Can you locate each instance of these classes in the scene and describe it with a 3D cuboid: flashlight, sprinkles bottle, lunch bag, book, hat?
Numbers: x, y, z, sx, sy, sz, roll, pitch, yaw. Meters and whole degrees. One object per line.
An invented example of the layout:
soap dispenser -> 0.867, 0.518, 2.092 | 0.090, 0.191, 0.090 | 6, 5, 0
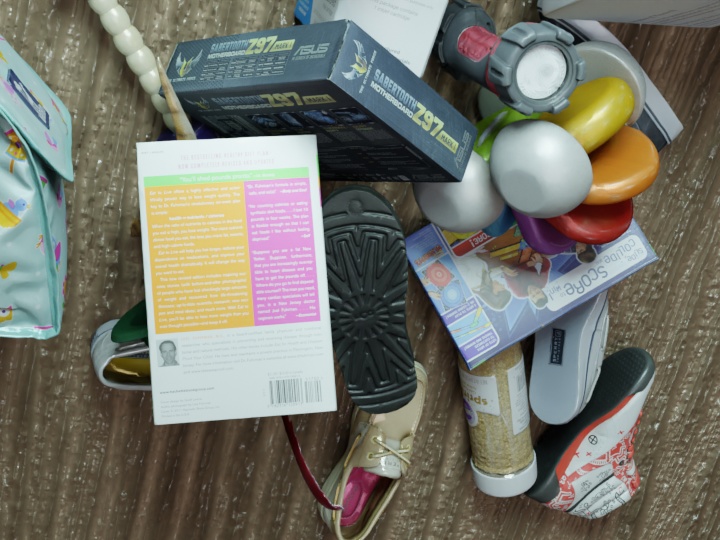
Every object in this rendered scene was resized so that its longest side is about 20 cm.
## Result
flashlight -> 0.107, -0.177, 0.845 | 0.068, 0.200, 0.068 | -37, 117, 3
sprinkles bottle -> 0.135, 0.129, 1.070 | 0.068, 0.068, 0.201 | -15, 117, -9
lunch bag -> -0.276, -0.072, 0.797 | 0.121, 0.171, 0.201 | -2, 118, -14
book -> -0.089, 0.006, 0.779 | 0.132, 0.048, 0.202 | -3, 88, -4
hat -> -0.099, 0.092, 0.890 | 0.165, 0.200, 0.177 | -20, 104, 20

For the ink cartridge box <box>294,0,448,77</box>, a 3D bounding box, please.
ink cartridge box -> 0.026, -0.266, 0.811 | 0.085, 0.147, 0.201 | 12, 110, -18

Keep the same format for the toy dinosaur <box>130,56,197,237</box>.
toy dinosaur -> -0.139, -0.064, 0.849 | 0.106, 0.061, 0.200 | 19, 141, -13

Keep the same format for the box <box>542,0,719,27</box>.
box -> 0.253, -0.300, 0.806 | 0.170, 0.200, 0.201 | 0, 93, -16

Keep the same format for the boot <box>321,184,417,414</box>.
boot -> -0.002, 0.001, 0.920 | 0.079, 0.158, 0.213 | -7, 119, -1

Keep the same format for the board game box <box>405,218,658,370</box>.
board game box -> 0.152, -0.016, 0.986 | 0.199, 0.034, 0.136 | -30, 82, 0

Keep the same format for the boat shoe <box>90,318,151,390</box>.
boat shoe -> -0.138, 0.083, 0.957 | 0.200, 0.086, 0.075 | 4, 113, -17

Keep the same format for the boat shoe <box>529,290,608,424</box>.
boat shoe -> 0.211, 0.051, 1.062 | 0.065, 0.073, 0.202 | -4, 108, -57

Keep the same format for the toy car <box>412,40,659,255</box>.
toy car -> 0.156, -0.084, 0.892 | 0.150, 0.199, 0.175 | 55, 53, -21

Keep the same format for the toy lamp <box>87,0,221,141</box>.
toy lamp -> -0.170, -0.157, 0.856 | 0.058, 0.058, 0.201 | -31, 116, 0

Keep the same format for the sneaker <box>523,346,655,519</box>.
sneaker -> 0.267, 0.177, 1.133 | 0.107, 0.067, 0.202 | 27, 107, -26

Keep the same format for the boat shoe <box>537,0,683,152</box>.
boat shoe -> 0.212, -0.166, 0.960 | 0.068, 0.072, 0.200 | -47, 125, 6

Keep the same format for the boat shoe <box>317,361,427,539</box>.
boat shoe -> 0.020, 0.186, 1.061 | 0.073, 0.069, 0.201 | 14, 109, -22

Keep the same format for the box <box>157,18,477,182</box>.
box -> -0.034, -0.122, 0.815 | 0.157, 0.199, 0.051 | 30, 72, -42
